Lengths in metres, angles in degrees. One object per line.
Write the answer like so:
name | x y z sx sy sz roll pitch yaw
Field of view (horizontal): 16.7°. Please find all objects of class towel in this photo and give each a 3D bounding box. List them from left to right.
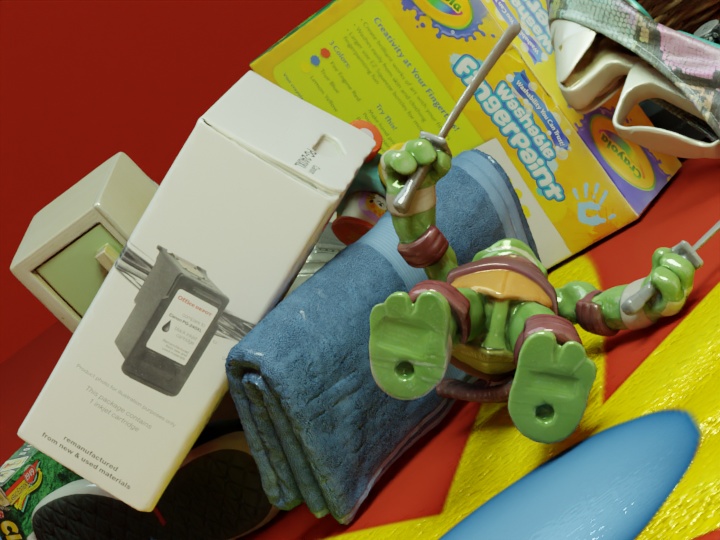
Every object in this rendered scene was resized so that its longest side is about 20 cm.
towel | 0.019 0.031 1.249 0.048 0.112 0.200 11 41 43

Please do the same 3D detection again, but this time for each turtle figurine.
turtle figurine | 0.077 -0.014 1.130 0.200 0.144 0.194 -39 9 21

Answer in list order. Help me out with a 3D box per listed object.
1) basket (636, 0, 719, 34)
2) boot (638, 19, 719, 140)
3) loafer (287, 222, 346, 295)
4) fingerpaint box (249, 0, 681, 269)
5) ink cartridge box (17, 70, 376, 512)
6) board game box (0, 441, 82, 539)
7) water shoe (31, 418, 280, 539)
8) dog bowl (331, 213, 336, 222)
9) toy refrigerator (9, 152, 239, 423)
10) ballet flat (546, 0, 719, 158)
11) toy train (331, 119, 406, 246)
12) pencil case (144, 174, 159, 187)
basket | 0.163 -0.197 1.544 0.200 0.149 0.143 -31 -29 -1
boot | 0.248 -0.146 1.450 0.200 0.066 0.165 -37 5 42
loafer | -0.030 -0.006 1.599 0.200 0.070 0.070 -9 -4 -13
fingerpaint box | 0.061 -0.092 1.439 0.167 0.200 0.073 -32 8 41
ink cartridge box | -0.083 0.006 1.283 0.200 0.083 0.145 -59 1 16
board game box | -0.155 0.123 1.524 0.023 0.105 0.200 -10 24 35
water shoe | -0.102 0.131 1.402 0.200 0.072 0.079 -19 12 39
dog bowl | 0.026 -0.078 1.712 0.200 0.074 0.201 -162 90 -81
toy refrigerator | -0.105 0.035 1.426 0.076 0.200 0.070 -33 21 26
ballet flat | 0.152 -0.106 1.322 0.071 0.069 0.200 -49 49 -6
toy train | 0.000 0.000 1.406 0.150 0.200 0.056 -7 47 28
pencil case | -0.111 0.028 1.515 0.089 0.200 0.078 -22 29 33
